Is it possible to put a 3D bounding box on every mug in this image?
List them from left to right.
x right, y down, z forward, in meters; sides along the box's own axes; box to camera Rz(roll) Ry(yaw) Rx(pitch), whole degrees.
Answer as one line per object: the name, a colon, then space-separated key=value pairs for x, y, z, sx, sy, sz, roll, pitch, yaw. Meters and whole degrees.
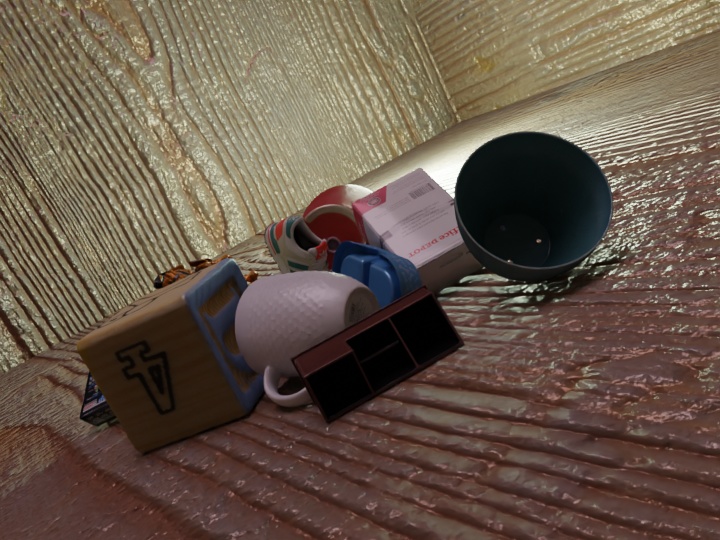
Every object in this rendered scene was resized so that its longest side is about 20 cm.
mug: x=-0.071 y=0.095 z=0.954 sx=0.174 sy=0.148 sz=0.201 roll=-8 pitch=51 yaw=36

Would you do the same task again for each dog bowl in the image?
dog bowl: x=0.025 y=0.019 z=1.057 sx=0.049 sy=0.112 sz=0.200 roll=-5 pitch=16 yaw=-31

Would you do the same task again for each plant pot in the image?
plant pot: x=-0.039 y=-0.064 z=1.338 sx=0.199 sy=0.202 sz=0.177 roll=-24 pitch=6 yaw=11
plant pot: x=0.222 y=-0.066 z=0.929 sx=0.199 sy=0.201 sz=0.135 roll=-28 pitch=-22 yaw=-9

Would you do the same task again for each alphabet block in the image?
alphabet block: x=-0.264 y=0.124 z=1.048 sx=0.199 sy=0.197 sz=0.195 roll=-22 pitch=11 yaw=18

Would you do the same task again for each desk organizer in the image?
desk organizer: x=0.021 y=0.101 z=0.852 sx=0.199 sy=0.072 sz=0.077 roll=-28 pitch=14 yaw=-9

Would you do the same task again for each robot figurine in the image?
robot figurine: x=-0.283 y=0.023 z=1.267 sx=0.200 sy=0.144 sz=0.059 roll=-19 pitch=-45 yaw=-63

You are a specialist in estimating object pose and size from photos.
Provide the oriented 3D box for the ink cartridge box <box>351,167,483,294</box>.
ink cartridge box: x=0.097 y=-0.061 z=1.127 sx=0.145 sy=0.085 sz=0.200 roll=-28 pitch=46 yaw=-10

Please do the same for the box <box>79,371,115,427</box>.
box: x=-0.429 y=0.181 z=1.278 sx=0.199 sy=0.046 sz=0.160 roll=-27 pitch=46 yaw=23

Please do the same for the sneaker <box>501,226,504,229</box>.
sneaker: x=0.273 y=-0.134 z=1.293 sx=0.115 sy=0.081 sz=0.199 roll=-29 pitch=11 yaw=-5

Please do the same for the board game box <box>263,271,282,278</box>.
board game box: x=-0.165 y=0.082 z=1.236 sx=0.102 sy=0.105 sz=0.200 roll=-20 pitch=13 yaw=29

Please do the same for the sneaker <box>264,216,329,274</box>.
sneaker: x=-0.086 y=-0.006 z=1.207 sx=0.093 sy=0.201 sz=0.070 roll=-20 pitch=14 yaw=45

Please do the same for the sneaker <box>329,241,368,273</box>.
sneaker: x=0.000 y=0.000 z=1.219 sx=0.199 sy=0.077 sz=0.089 roll=-30 pitch=-6 yaw=-38
